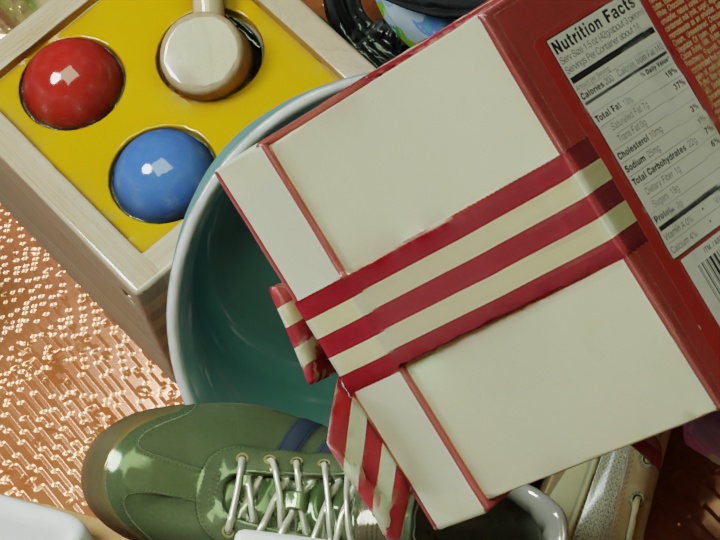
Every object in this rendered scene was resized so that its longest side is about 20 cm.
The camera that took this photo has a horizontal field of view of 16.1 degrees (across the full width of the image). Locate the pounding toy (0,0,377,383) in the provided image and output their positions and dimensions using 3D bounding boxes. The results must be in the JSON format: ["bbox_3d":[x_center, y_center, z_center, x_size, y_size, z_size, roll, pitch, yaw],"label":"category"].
[{"bbox_3d":[-0.083,-0.095,1.225,0.200,0.142,0.184,-41,64,-13],"label":"pounding toy"}]

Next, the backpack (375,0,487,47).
[{"bbox_3d":[0.104,-0.121,1.156,0.163,0.200,0.154,19,99,46],"label":"backpack"}]

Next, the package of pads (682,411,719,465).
[{"bbox_3d":[0.213,0.005,1.012,0.076,0.120,0.200,25,93,-22],"label":"package of pads"}]

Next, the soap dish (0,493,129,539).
[{"bbox_3d":[-0.181,0.192,1.093,0.157,0.081,0.200,7,59,49],"label":"soap dish"}]

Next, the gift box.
[{"bbox_3d":[0.076,-0.009,0.950,0.184,0.187,0.200,-28,91,-41],"label":"gift box"}]

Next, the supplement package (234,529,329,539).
[{"bbox_3d":[0.015,0.193,1.019,0.121,0.200,0.120,6,70,12],"label":"supplement package"}]

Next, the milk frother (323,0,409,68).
[{"bbox_3d":[0.055,-0.215,1.238,0.180,0.188,0.200,-11,58,5],"label":"milk frother"}]

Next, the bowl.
[{"bbox_3d":[0.000,0.000,1.120,0.200,0.201,0.105,-31,23,-8],"label":"bowl"}]

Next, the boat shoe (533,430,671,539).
[{"bbox_3d":[0.126,0.069,1.134,0.063,0.073,0.201,25,82,1],"label":"boat shoe"}]

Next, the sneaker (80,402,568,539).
[{"bbox_3d":[-0.006,0.092,1.032,0.200,0.090,0.067,13,81,-23],"label":"sneaker"}]
